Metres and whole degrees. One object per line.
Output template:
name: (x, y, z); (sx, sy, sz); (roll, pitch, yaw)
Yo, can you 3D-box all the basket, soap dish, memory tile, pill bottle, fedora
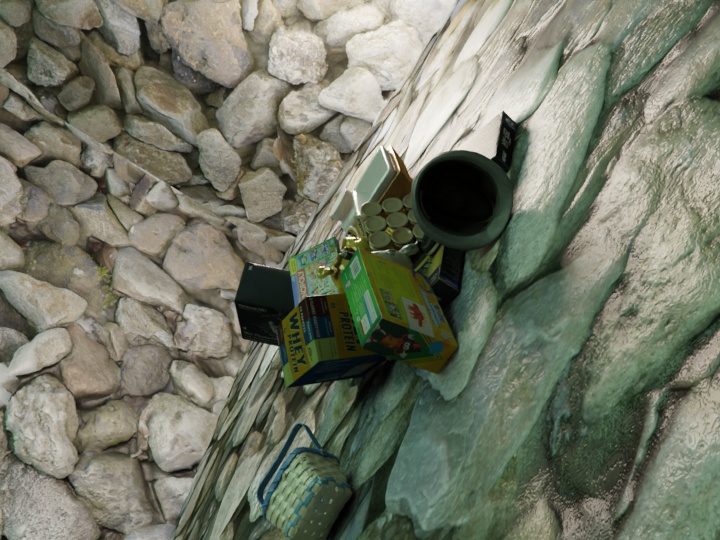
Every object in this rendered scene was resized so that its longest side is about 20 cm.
basket: (-0.117, 0.415, 1.444); (0.199, 0.138, 0.179); (37, 98, 48)
soap dish: (0.053, -0.194, 1.785); (0.159, 0.080, 0.201); (-55, 18, 19)
memory tile: (0.103, -0.110, 1.642); (0.017, 0.194, 0.155); (85, 172, -45)
pill bottle: (0.021, -0.130, 2.019); (0.114, 0.197, 0.113); (-55, 12, 18)
fedora: (0.193, -0.131, 1.424); (0.090, 0.195, 0.182); (-1, -73, -73)

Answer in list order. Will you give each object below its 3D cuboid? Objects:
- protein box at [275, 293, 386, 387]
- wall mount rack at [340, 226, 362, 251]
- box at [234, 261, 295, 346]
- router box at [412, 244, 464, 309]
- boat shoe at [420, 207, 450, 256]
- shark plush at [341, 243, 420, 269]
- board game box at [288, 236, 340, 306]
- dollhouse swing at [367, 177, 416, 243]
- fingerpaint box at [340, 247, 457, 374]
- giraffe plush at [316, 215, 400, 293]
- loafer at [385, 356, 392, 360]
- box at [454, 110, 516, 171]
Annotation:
protein box: (-0.053, 0.147, 1.614); (0.200, 0.194, 0.138); (-43, 56, 55)
wall mount rack: (-0.037, 0.003, 1.871); (0.173, 0.073, 0.205); (-30, 74, 51)
box: (-0.205, 0.096, 1.907); (0.202, 0.191, 0.120); (93, -171, -56)
router box: (0.132, 0.034, 1.521); (0.201, 0.051, 0.159); (-52, 16, 40)
boat shoe: (0.152, -0.129, 1.515); (0.205, 0.066, 0.072); (-71, 14, -12)
shark plush: (0.037, -0.003, 1.460); (0.082, 0.197, 0.094); (4, 97, 43)
board game box: (-0.097, 0.030, 1.775); (0.132, 0.029, 0.204); (-25, 50, 14)
dollhouse swing: (0.073, -0.127, 1.817); (0.174, 0.181, 0.203); (14, -69, -57)
fingerpaint box: (0.064, 0.070, 1.334); (0.074, 0.164, 0.202); (-55, 31, 25)
giraffe plush: (0.000, 0.000, 1.664); (0.171, 0.202, 0.162); (-32, 6, 41)
loafer: (0.052, 0.084, 1.468); (0.077, 0.066, 0.202); (-54, 18, 31)
box: (0.239, -0.225, 1.607); (0.199, 0.043, 0.162); (-37, 25, 41)
